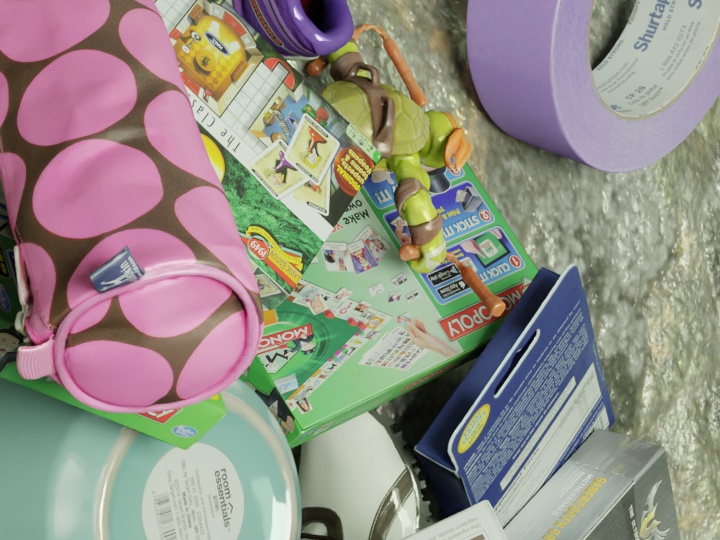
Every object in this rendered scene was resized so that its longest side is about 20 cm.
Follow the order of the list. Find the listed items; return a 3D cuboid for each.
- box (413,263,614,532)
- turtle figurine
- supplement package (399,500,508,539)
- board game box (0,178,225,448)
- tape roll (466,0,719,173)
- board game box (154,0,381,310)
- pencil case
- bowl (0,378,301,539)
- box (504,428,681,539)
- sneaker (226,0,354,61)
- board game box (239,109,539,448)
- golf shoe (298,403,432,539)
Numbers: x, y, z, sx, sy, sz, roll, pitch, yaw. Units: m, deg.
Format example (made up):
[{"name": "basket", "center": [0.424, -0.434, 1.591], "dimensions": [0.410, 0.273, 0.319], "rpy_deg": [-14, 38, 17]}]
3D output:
[{"name": "box", "center": [0.084, 0.080, 1.087], "dimensions": [0.121, 0.032, 0.200], "rpy_deg": [-54, 155, -17]}, {"name": "turtle figurine", "center": [-0.004, -0.064, 1.037], "dimensions": [0.161, 0.064, 0.201], "rpy_deg": [0, 54, -31]}, {"name": "supplement package", "center": [-0.007, 0.218, 0.919], "dimensions": [0.199, 0.156, 0.111], "rpy_deg": [-23, 63, -9]}, {"name": "board game box", "center": [-0.138, -0.025, 0.883], "dimensions": [0.134, 0.029, 0.200], "rpy_deg": [26, 30, -43]}, {"name": "tape roll", "center": [0.150, -0.161, 1.178], "dimensions": [0.200, 0.066, 0.201], "rpy_deg": [-26, 127, -40]}, {"name": "board game box", "center": [-0.085, -0.085, 0.937], "dimensions": [0.200, 0.023, 0.105], "rpy_deg": [43, 53, -15]}, {"name": "pencil case", "center": [-0.106, -0.041, 0.804], "dimensions": [0.093, 0.200, 0.091], "rpy_deg": [-15, 138, -8]}, {"name": "bowl", "center": [-0.105, 0.115, 0.944], "dimensions": [0.200, 0.105, 0.202], "rpy_deg": [4, 84, -41]}, {"name": "box", "center": [0.125, 0.216, 1.143], "dimensions": [0.158, 0.048, 0.201], "rpy_deg": [-40, 130, -36]}, {"name": "sneaker", "center": [-0.023, -0.199, 0.970], "dimensions": [0.080, 0.083, 0.201], "rpy_deg": [-21, 118, -42]}, {"name": "board game box", "center": [0.000, 0.000, 1.064], "dimensions": [0.200, 0.029, 0.135], "rpy_deg": [-22, 75, -41]}, {"name": "golf shoe", "center": [-0.016, 0.159, 1.039], "dimensions": [0.094, 0.078, 0.201], "rpy_deg": [-5, 88, -42]}]
